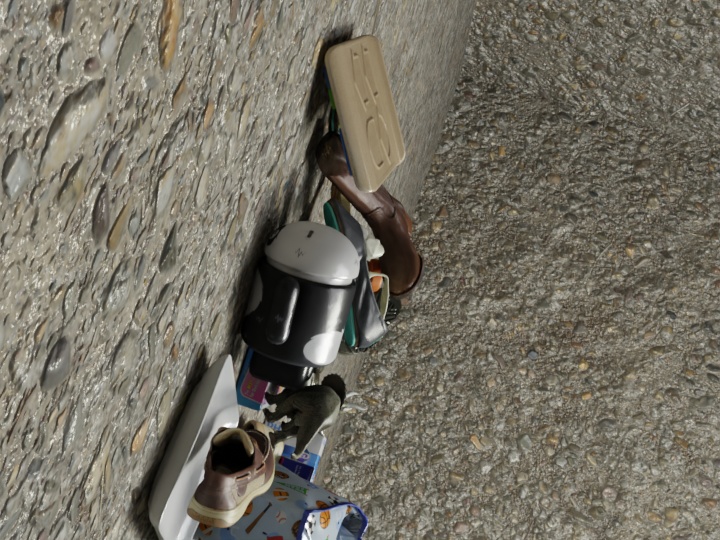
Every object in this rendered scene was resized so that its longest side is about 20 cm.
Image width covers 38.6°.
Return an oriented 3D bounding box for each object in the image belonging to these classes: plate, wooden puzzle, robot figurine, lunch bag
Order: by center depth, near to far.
[{"bbox_3d":[-0.186,0.212,1.132,0.200,0.032,0.200,95,13,-60],"label":"plate"},{"bbox_3d":[-0.076,0.039,1.247,0.150,0.124,0.201,34,-68,57],"label":"robot figurine"},{"bbox_3d":[-0.100,0.315,1.313,0.200,0.170,0.124,7,103,-65],"label":"lunch bag"},{"bbox_3d":[-0.001,-0.207,1.343,0.200,0.046,0.186,-48,126,-67],"label":"wooden puzzle"}]

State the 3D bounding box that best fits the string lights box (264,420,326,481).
[{"bbox_3d":[-0.134,0.351,1.666,0.059,0.102,0.201,82,26,-75],"label":"string lights box"}]

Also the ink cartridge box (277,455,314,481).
[{"bbox_3d":[-0.131,0.315,1.499,0.200,0.037,0.095,-3,-114,63],"label":"ink cartridge box"}]

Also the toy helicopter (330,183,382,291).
[{"bbox_3d":[-0.028,-0.045,1.505,0.132,0.079,0.201,135,-43,-61],"label":"toy helicopter"}]

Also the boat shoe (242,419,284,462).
[{"bbox_3d":[-0.172,0.309,1.438,0.064,0.071,0.201,38,61,-45],"label":"boat shoe"}]

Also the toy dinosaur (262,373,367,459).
[{"bbox_3d":[-0.062,0.168,1.247,0.200,0.102,0.077,-26,92,-83],"label":"toy dinosaur"}]

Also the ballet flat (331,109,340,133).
[{"bbox_3d":[-0.001,-0.197,1.514,0.200,0.071,0.069,83,25,-75],"label":"ballet flat"}]

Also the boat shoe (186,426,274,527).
[{"bbox_3d":[-0.134,0.206,1.122,0.200,0.072,0.072,-43,146,-74],"label":"boat shoe"}]

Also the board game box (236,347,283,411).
[{"bbox_3d":[-0.113,0.087,1.412,0.153,0.040,0.201,36,71,-84],"label":"board game box"}]

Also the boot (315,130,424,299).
[{"bbox_3d":[0.007,-0.079,1.378,0.200,0.064,0.187,51,19,-36],"label":"boot"}]

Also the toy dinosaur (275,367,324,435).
[{"bbox_3d":[-0.076,0.138,1.380,0.102,0.077,0.201,-108,-159,-71],"label":"toy dinosaur"}]

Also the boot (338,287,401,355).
[{"bbox_3d":[-0.053,0.095,1.518,0.182,0.200,0.073,-28,98,-53],"label":"boot"}]

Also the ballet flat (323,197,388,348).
[{"bbox_3d":[0.000,0.000,1.331,0.073,0.073,0.201,-51,132,-75],"label":"ballet flat"}]
